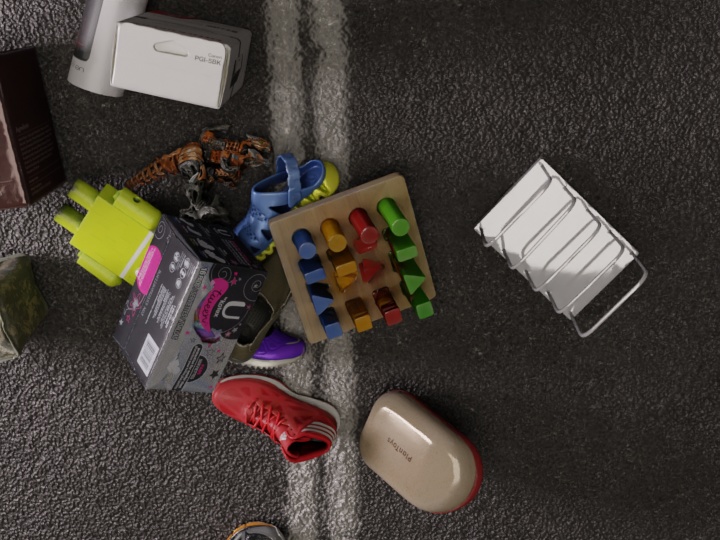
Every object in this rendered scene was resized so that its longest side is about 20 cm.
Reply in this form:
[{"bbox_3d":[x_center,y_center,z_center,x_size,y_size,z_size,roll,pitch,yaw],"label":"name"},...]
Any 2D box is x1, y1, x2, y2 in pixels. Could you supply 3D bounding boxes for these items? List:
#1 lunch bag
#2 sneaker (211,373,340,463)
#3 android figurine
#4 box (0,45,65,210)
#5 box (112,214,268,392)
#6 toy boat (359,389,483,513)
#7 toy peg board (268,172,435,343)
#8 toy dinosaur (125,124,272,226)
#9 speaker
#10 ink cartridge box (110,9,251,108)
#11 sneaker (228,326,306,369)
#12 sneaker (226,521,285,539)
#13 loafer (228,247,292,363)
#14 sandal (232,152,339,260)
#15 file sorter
[{"bbox_3d":[-0.571,0.066,1.557,0.198,0.164,0.119,-13,111,6],"label":"lunch bag"},{"bbox_3d":[-0.128,0.217,1.605,0.198,0.116,0.079,12,106,-1],"label":"sneaker"},{"bbox_3d":[-0.336,-0.043,1.550,0.199,0.041,0.182,37,133,-10],"label":"android figurine"},{"bbox_3d":[-0.521,-0.186,1.481,0.164,0.164,0.202,-8,105,5],"label":"box"},{"bbox_3d":[-0.230,0.048,1.475,0.114,0.132,0.201,8,116,-40],"label":"box"},{"bbox_3d":[0.103,0.266,1.610,0.200,0.130,0.131,36,110,36],"label":"toy boat"},{"bbox_3d":[0.000,0.000,1.506,0.198,0.098,0.201,-20,117,-5],"label":"toy peg board"},{"bbox_3d":[-0.222,-0.133,1.536,0.198,0.102,0.137,-11,84,21],"label":"toy dinosaur"},{"bbox_3d":[-0.334,-0.339,1.474,0.081,0.081,0.201,18,107,-3],"label":"speaker"},{"bbox_3d":[-0.230,-0.278,1.423,0.145,0.200,0.084,12,108,-1],"label":"ink cartridge box"},{"bbox_3d":[-0.175,0.080,1.592,0.198,0.070,0.100,8,104,0],"label":"sneaker"},{"bbox_3d":[-0.205,0.463,1.700,0.199,0.077,0.079,-30,101,9],"label":"sneaker"},{"bbox_3d":[-0.133,0.037,1.544,0.075,0.070,0.201,25,75,-10],"label":"loafer"},{"bbox_3d":[-0.126,-0.093,1.525,0.200,0.080,0.087,-46,136,6],"label":"sandal"},{"bbox_3d":[0.278,-0.029,1.513,0.200,0.125,0.139,42,103,-9],"label":"file sorter"}]
